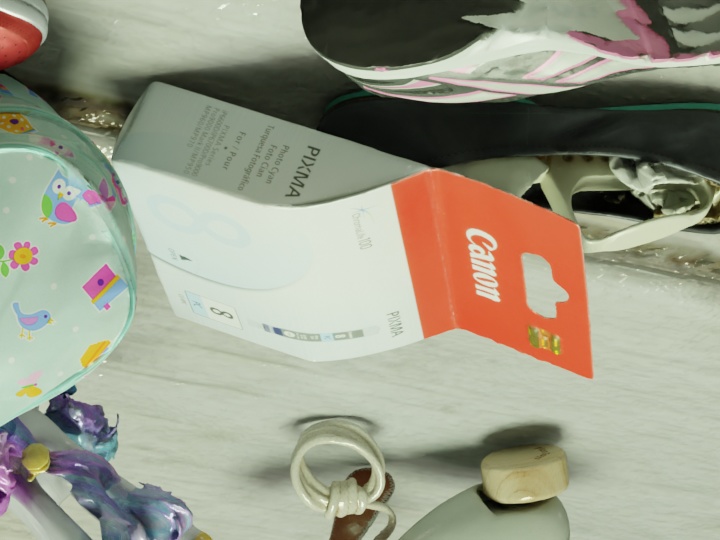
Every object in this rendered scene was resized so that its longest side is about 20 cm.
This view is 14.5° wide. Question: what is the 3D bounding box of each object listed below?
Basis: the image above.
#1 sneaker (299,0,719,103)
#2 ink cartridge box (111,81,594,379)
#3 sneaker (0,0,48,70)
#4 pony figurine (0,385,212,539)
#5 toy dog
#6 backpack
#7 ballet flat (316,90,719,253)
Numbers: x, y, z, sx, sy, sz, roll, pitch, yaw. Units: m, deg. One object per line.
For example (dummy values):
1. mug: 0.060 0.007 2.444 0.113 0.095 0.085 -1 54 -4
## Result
1. sneaker: 0.080 -0.106 1.125 0.200 0.080 0.086 0 166 7
2. ink cartridge box: 0.000 0.000 1.240 0.200 0.047 0.160 20 158 16
3. sneaker: -0.217 -0.066 1.080 0.200 0.113 0.071 2 153 -16
4. pony figurine: -0.164 0.084 1.323 0.167 0.200 0.193 -45 164 -15
5. toy dog: 0.036 0.153 1.598 0.200 0.132 0.096 9 -177 -12
6. backpack: -0.188 0.009 1.153 0.200 0.127 0.167 -30 123 -10
7. ballet flat: 0.081 -0.041 1.242 0.200 0.073 0.073 2 153 -14
